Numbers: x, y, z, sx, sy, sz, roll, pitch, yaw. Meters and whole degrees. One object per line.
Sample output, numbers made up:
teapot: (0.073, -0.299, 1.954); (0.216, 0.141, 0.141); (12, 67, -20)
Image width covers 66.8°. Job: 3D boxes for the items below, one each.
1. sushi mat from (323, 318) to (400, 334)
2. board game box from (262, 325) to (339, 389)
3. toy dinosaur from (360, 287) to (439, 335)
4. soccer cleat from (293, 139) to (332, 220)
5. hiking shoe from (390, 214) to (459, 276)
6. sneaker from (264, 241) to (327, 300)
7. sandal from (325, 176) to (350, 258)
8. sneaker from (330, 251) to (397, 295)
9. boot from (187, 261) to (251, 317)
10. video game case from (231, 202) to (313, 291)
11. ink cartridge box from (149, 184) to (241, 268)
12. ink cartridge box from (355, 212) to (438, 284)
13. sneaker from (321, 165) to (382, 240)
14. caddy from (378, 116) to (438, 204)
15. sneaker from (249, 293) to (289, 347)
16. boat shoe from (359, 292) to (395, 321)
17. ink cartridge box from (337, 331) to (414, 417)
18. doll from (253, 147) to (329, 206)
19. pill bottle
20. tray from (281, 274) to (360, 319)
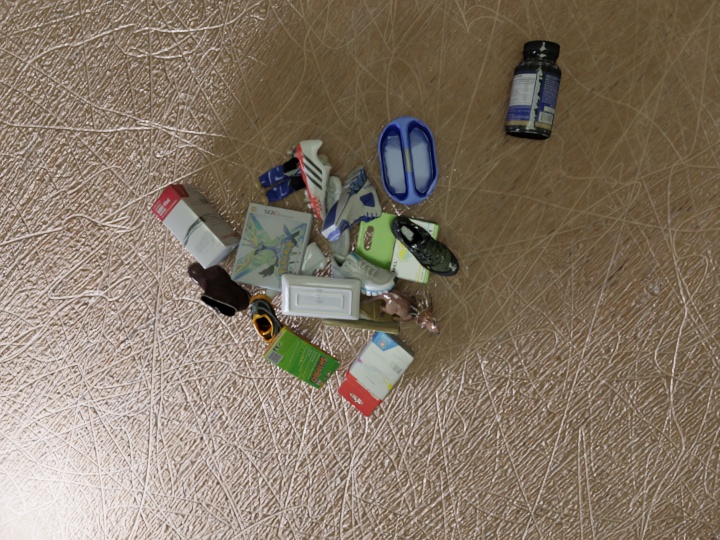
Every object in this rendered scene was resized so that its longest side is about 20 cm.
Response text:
sushi mat: (0.007, 0.135, 1.393); (0.192, 0.096, 0.013); (6, 98, 4)
board game box: (-0.150, 0.230, 1.415); (0.198, 0.030, 0.096); (37, 98, -29)
toy dinosaur: (0.104, 0.082, 1.335); (0.194, 0.135, 0.089); (22, 79, -16)
soccer cleat: (-0.103, -0.220, 1.339); (0.082, 0.069, 0.206); (-16, 114, 0)
hiking shoe: (0.149, -0.050, 1.280); (0.197, 0.101, 0.077); (36, 99, -1)
sneaker: (-0.168, 0.019, 1.407); (0.199, 0.071, 0.081); (-42, 96, 8)
sandal: (-0.047, -0.134, 1.383); (0.049, 0.081, 0.211); (-14, 105, -36)
sneaker: (0.000, 0.000, 1.335); (0.194, 0.075, 0.089); (8, 129, 31)
boot: (-0.371, 0.043, 1.376); (0.195, 0.166, 0.074); (28, 99, 0)
video game case: (-0.223, -0.058, 1.379); (0.175, 0.022, 0.208); (11, 82, 15)
ink cartridge box: (-0.406, -0.113, 1.368); (0.083, 0.147, 0.201); (-42, 92, 10)
ink cartridge box: (0.086, -0.063, 1.371); (0.192, 0.076, 0.154); (11, 98, 2)
sneaker: (-0.004, -0.145, 1.319); (0.115, 0.079, 0.204); (40, 58, -23)
caddy: (0.116, -0.265, 1.327); (0.136, 0.105, 0.208); (-8, 97, 6)
sneaker: (-0.230, 0.160, 1.406); (0.076, 0.078, 0.203); (-24, 118, 10)
boat shoe: (0.000, 0.086, 1.406); (0.193, 0.069, 0.074); (14, 78, -17)
ink cartridge box: (0.039, 0.261, 1.422); (0.115, 0.067, 0.202); (38, 99, -1)
doll: (-0.166, -0.236, 1.383); (0.195, 0.049, 0.140); (-27, 98, 3)
pill bottle: (0.409, -0.420, 1.281); (0.107, 0.112, 0.209); (9, 98, 3)
tray: (-0.098, 0.069, 1.325); (0.191, 0.022, 0.111); (4, 113, 1)
